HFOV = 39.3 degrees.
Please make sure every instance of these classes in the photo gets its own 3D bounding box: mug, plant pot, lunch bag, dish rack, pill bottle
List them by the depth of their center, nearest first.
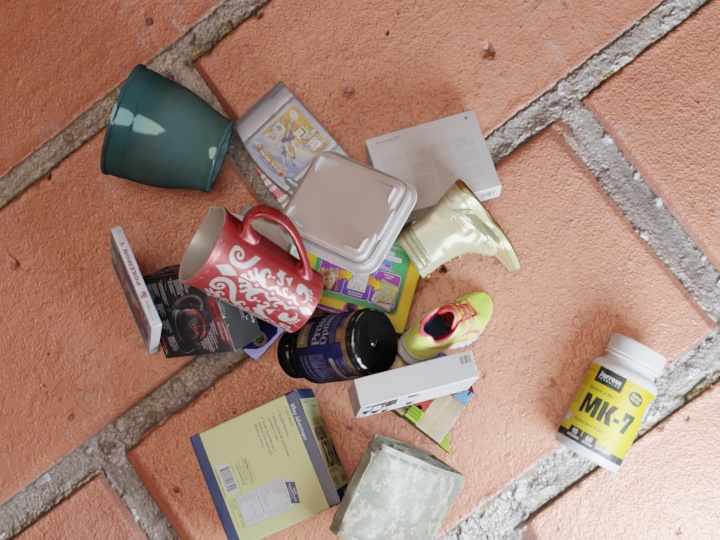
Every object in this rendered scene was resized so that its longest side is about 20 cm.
[{"bbox_3d":[-0.156,0.002,1.565,0.199,0.177,0.135,32,60,-25],"label":"mug"},{"bbox_3d":[-0.027,-0.100,1.585,0.199,0.044,0.173,25,77,26],"label":"dish rack"},{"bbox_3d":[0.047,0.361,1.620,0.117,0.199,0.165,25,88,49],"label":"lunch bag"},{"bbox_3d":[0.408,0.211,1.629,0.113,0.114,0.202,27,88,10],"label":"pill bottle"},{"bbox_3d":[-0.043,0.129,1.668,0.199,0.111,0.113,-13,81,44],"label":"pill bottle"},{"bbox_3d":[-0.326,-0.231,1.753,0.186,0.200,0.202,19,87,-3],"label":"plant pot"}]

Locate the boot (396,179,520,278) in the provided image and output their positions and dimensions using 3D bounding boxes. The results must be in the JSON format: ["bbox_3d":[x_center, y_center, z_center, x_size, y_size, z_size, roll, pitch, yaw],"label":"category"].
[{"bbox_3d":[0.164,-0.035,1.677,0.155,0.073,0.200,-39,124,7],"label":"boot"}]

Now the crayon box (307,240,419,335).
[{"bbox_3d":[0.000,0.000,1.725,0.198,0.058,0.174,16,85,-1],"label":"crayon box"}]

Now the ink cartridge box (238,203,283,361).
[{"bbox_3d":[-0.192,0.022,1.775,0.200,0.041,0.200,43,91,10],"label":"ink cartridge box"}]

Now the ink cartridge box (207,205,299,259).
[{"bbox_3d":[-0.194,-0.017,1.732,0.199,0.048,0.147,18,91,34],"label":"ink cartridge box"}]

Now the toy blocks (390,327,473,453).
[{"bbox_3d":[0.110,0.190,1.694,0.199,0.100,0.137,37,80,6],"label":"toy blocks"}]

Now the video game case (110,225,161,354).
[{"bbox_3d":[-0.387,0.038,1.725,0.023,0.200,0.184,-21,79,-19],"label":"video game case"}]

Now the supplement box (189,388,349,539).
[{"bbox_3d":[-0.146,0.329,1.689,0.198,0.134,0.202,-24,81,6],"label":"supplement box"}]

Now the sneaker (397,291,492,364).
[{"bbox_3d":[0.154,0.085,1.660,0.199,0.091,0.078,-32,72,-32],"label":"sneaker"}]

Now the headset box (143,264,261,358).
[{"bbox_3d":[-0.264,0.061,1.699,0.199,0.075,0.150,-9,104,39],"label":"headset box"}]

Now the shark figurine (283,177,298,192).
[{"bbox_3d":[-0.020,-0.104,1.647,0.127,0.090,0.214,-26,46,-32],"label":"shark figurine"}]

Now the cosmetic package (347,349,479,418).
[{"bbox_3d":[0.084,0.183,1.610,0.198,0.083,0.051,-13,74,-12],"label":"cosmetic package"}]

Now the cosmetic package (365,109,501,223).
[{"bbox_3d":[0.122,-0.174,1.713,0.198,0.052,0.152,-15,72,-3],"label":"cosmetic package"}]

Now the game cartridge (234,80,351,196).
[{"bbox_3d":[-0.123,-0.217,1.764,0.133,0.042,0.200,-42,81,-4],"label":"game cartridge"}]

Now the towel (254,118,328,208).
[{"bbox_3d":[-0.078,-0.152,1.784,0.146,0.030,0.201,-37,81,1],"label":"towel"}]
